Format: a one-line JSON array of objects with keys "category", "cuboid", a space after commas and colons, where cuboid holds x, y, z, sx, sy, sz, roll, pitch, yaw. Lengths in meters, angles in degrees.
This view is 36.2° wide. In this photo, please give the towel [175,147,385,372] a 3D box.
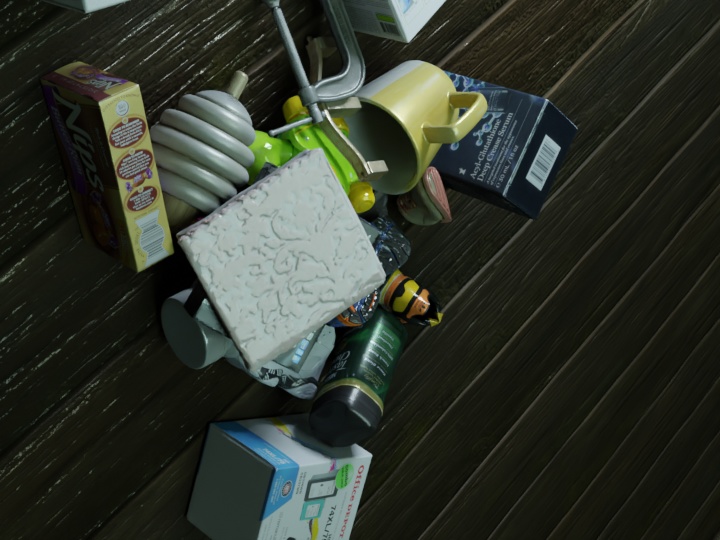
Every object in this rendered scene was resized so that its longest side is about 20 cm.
[{"category": "towel", "cuboid": [-0.087, -0.012, 1.260, 0.199, 0.032, 0.193, -33, 115, -13]}]

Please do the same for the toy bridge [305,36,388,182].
[{"category": "toy bridge", "cuboid": [-0.030, -0.206, 1.391, 0.067, 0.027, 0.203, -11, 75, -44]}]

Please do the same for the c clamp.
[{"category": "c clamp", "cuboid": [-0.067, -0.276, 1.344, 0.169, 0.027, 0.203, -17, 91, -36]}]

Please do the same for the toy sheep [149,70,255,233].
[{"category": "toy sheep", "cuboid": [-0.182, -0.136, 1.253, 0.137, 0.137, 0.203, 24, 88, -51]}]

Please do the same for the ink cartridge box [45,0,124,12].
[{"category": "ink cartridge box", "cuboid": [-0.235, -0.356, 1.068, 0.199, 0.145, 0.149, -29, 128, -36]}]

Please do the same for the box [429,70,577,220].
[{"category": "box", "cuboid": [0.187, -0.184, 1.604, 0.107, 0.199, 0.150, 27, 88, -49]}]

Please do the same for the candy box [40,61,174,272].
[{"category": "candy box", "cuboid": [-0.270, -0.111, 1.186, 0.056, 0.116, 0.203, -32, 131, -33]}]

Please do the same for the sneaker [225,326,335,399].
[{"category": "sneaker", "cuboid": [-0.105, 0.101, 1.517, 0.199, 0.074, 0.116, 33, 82, -56]}]

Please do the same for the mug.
[{"category": "mug", "cuboid": [0.074, -0.199, 1.496, 0.153, 0.185, 0.151, -45, 156, -35]}]

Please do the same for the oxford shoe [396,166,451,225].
[{"category": "oxford shoe", "cuboid": [0.089, -0.096, 1.582, 0.200, 0.073, 0.072, 51, 25, -76]}]

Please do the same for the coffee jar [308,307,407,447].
[{"category": "coffee jar", "cuboid": [-0.003, 0.153, 1.571, 0.085, 0.104, 0.201, 40, 42, -19]}]

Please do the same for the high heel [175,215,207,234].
[{"category": "high heel", "cuboid": [-0.124, -0.059, 1.351, 0.197, 0.068, 0.097, 13, 127, -11]}]

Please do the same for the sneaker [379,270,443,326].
[{"category": "sneaker", "cuboid": [0.087, 0.060, 1.664, 0.070, 0.090, 0.200, -55, 160, -1]}]

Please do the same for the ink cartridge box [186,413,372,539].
[{"category": "ink cartridge box", "cuboid": [-0.112, 0.302, 1.547, 0.198, 0.145, 0.149, 2, 107, -49]}]

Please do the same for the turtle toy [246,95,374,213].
[{"category": "turtle toy", "cuboid": [-0.077, -0.135, 1.395, 0.101, 0.147, 0.199, -35, 150, 27]}]

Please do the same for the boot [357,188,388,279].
[{"category": "boot", "cuboid": [-0.006, -0.028, 1.567, 0.199, 0.069, 0.176, -40, 136, -29]}]

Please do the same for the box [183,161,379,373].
[{"category": "box", "cuboid": [-0.093, -0.003, 1.306, 0.157, 0.050, 0.202, 31, 91, -29]}]

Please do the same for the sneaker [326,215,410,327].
[{"category": "sneaker", "cuboid": [0.000, 0.000, 1.491, 0.075, 0.078, 0.201, 48, 49, -15]}]

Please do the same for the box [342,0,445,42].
[{"category": "box", "cuboid": [0.064, -0.405, 1.422, 0.201, 0.112, 0.102, -50, 137, -20]}]

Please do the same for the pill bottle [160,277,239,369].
[{"category": "pill bottle", "cuboid": [-0.148, 0.041, 1.404, 0.199, 0.112, 0.115, -28, 128, -38]}]
